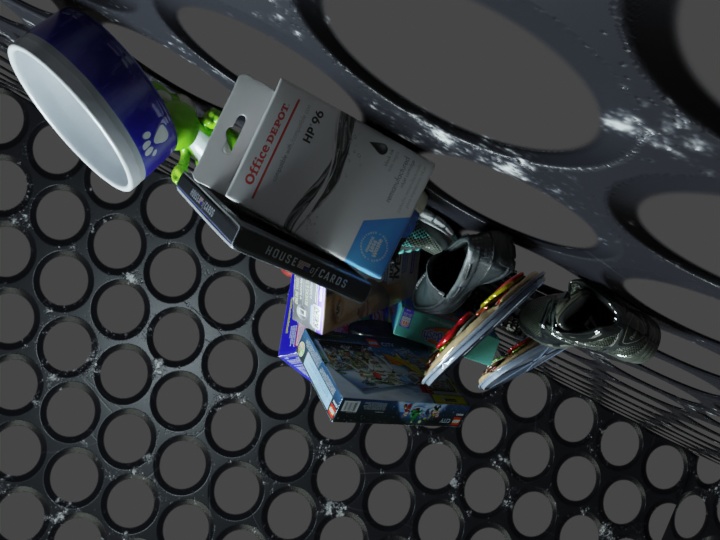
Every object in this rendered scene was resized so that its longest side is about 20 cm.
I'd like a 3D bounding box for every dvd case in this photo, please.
[{"bbox_3d":[-0.091,-0.036,0.702,0.148,0.025,0.200,24,-172,-34],"label":"dvd case"}]

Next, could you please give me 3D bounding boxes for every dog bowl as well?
[{"bbox_3d":[-0.309,-0.196,0.832,0.199,0.079,0.201,37,157,19],"label":"dog bowl"}]

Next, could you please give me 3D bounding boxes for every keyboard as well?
[{"bbox_3d":[0.165,0.022,1.026,0.197,0.021,0.129,29,143,18],"label":"keyboard"}]

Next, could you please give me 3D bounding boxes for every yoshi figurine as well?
[{"bbox_3d":[-0.215,-0.171,0.959,0.110,0.115,0.199,2,158,41],"label":"yoshi figurine"}]

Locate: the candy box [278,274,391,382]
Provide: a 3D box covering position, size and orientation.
[{"bbox_3d":[-0.031,0.092,1.083,0.075,0.173,0.200,-11,145,27],"label":"candy box"}]

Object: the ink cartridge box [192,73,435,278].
[{"bbox_3d":[-0.046,-0.090,0.650,0.197,0.118,0.068,27,179,-7],"label":"ink cartridge box"}]

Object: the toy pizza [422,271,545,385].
[{"bbox_3d":[0.144,0.064,0.867,0.032,0.200,0.200,48,-179,12],"label":"toy pizza"}]

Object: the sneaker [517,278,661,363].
[{"bbox_3d":[0.248,0.051,0.857,0.113,0.078,0.198,31,172,-29],"label":"sneaker"}]

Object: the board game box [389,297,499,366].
[{"bbox_3d":[0.120,0.072,1.089,0.149,0.046,0.200,19,-169,-3],"label":"board game box"}]

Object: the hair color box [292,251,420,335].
[{"bbox_3d":[0.000,0.000,0.958,0.064,0.112,0.198,24,-151,38],"label":"hair color box"}]

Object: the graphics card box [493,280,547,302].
[{"bbox_3d":[0.205,0.034,1.109,0.197,0.052,0.125,25,176,21],"label":"graphics card box"}]

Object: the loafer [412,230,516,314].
[{"bbox_3d":[0.105,0.002,0.836,0.069,0.070,0.200,7,159,-21],"label":"loafer"}]

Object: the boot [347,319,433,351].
[{"bbox_3d":[0.055,0.152,1.060,0.196,0.134,0.068,13,-168,-31],"label":"boot"}]

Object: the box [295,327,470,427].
[{"bbox_3d":[0.029,0.138,0.914,0.196,0.038,0.137,10,-154,-32],"label":"box"}]

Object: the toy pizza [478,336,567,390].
[{"bbox_3d":[0.259,0.119,1.065,0.032,0.198,0.200,61,-172,18],"label":"toy pizza"}]

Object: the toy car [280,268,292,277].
[{"bbox_3d":[-0.081,-0.042,1.336,0.173,0.153,0.199,22,175,45],"label":"toy car"}]

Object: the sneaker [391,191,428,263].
[{"bbox_3d":[-0.023,-0.074,0.756,0.198,0.113,0.076,30,175,-34],"label":"sneaker"}]

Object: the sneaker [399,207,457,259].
[{"bbox_3d":[0.033,-0.048,0.871,0.197,0.093,0.077,29,177,-25],"label":"sneaker"}]
